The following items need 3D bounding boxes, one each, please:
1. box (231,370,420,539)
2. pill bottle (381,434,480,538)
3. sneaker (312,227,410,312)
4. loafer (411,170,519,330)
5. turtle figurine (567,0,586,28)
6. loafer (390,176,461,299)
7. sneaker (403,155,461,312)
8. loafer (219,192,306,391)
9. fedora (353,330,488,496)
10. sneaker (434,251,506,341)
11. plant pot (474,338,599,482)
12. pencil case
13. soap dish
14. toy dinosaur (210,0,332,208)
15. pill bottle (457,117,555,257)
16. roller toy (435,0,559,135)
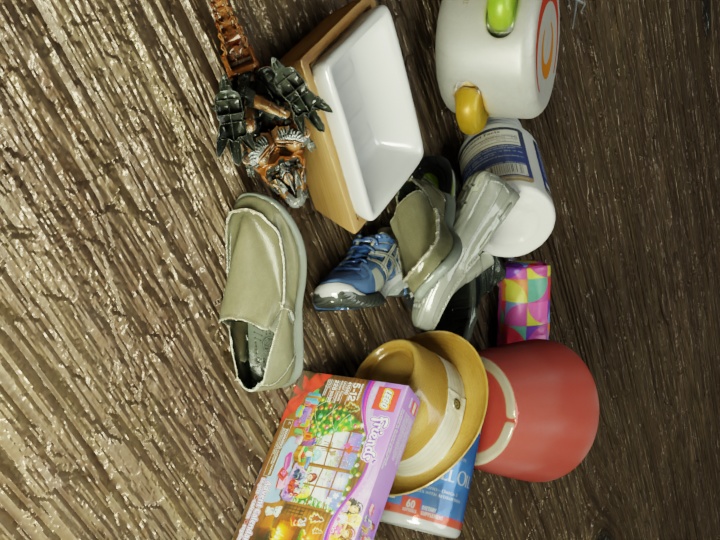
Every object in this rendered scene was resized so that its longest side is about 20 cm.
[{"bbox_3d":[-0.034,0.204,1.057,0.039,0.135,0.202,54,49,-47],"label":"box"},{"bbox_3d":[0.088,0.218,1.287,0.112,0.111,0.202,33,65,-55],"label":"pill bottle"},{"bbox_3d":[0.000,0.000,1.158,0.200,0.075,0.078,-23,108,-66],"label":"sneaker"},{"bbox_3d":[0.122,-0.017,1.211,0.202,0.069,0.070,-63,-170,-3],"label":"loafer"},{"bbox_3d":[0.267,-0.456,1.505,0.150,0.099,0.203,47,38,-69],"label":"turtle figurine"},{"bbox_3d":[0.061,-0.040,1.130,0.069,0.075,0.201,35,23,-15],"label":"loafer"},{"bbox_3d":[0.100,-0.038,1.312,0.081,0.073,0.203,9,88,-62],"label":"sneaker"},{"bbox_3d":[-0.094,0.027,0.990,0.070,0.074,0.202,-36,124,-57],"label":"loafer"},{"bbox_3d":[0.045,0.143,1.147,0.082,0.199,0.202,41,59,-39],"label":"fedora"},{"bbox_3d":[0.145,0.031,1.388,0.114,0.076,0.202,26,67,-51],"label":"sneaker"},{"bbox_3d":[0.194,0.186,1.402,0.176,0.199,0.203,9,86,-49],"label":"plant pot"},{"bbox_3d":[0.238,0.078,1.550,0.088,0.087,0.203,-17,107,-57],"label":"pencil case"},{"bbox_3d":[-0.011,-0.166,1.096,0.158,0.080,0.202,-53,136,-42],"label":"soap dish"},{"bbox_3d":[-0.098,-0.149,0.953,0.102,0.136,0.200,-42,107,1],"label":"toy dinosaur"},{"bbox_3d":[0.183,-0.120,1.348,0.201,0.110,0.112,-91,163,-50],"label":"pill bottle"},{"bbox_3d":[0.171,-0.286,1.327,0.183,0.138,0.202,-47,139,-57],"label":"roller toy"}]
